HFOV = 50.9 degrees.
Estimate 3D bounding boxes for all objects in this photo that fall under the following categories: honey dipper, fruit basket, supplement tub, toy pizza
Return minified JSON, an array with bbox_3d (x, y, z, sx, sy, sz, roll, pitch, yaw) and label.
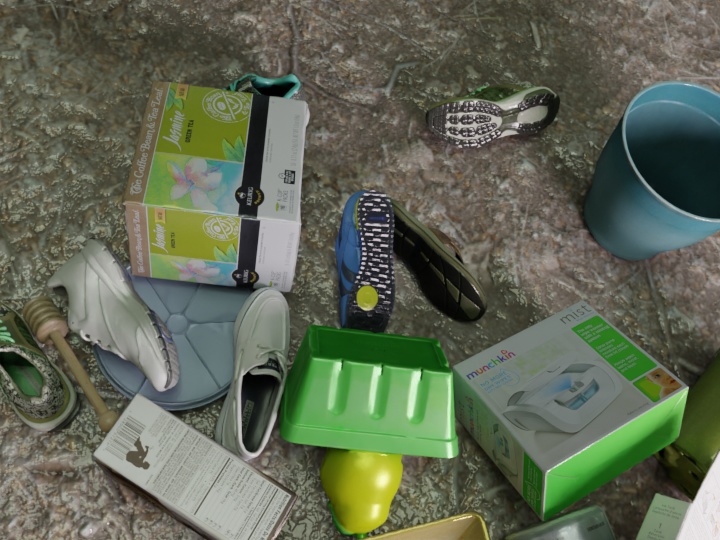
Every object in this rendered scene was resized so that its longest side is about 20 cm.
[{"bbox_3d":[-0.313,0.102,0.830,0.038,0.038,0.200,-34,58,-22],"label":"honey dipper"},{"bbox_3d":[0.006,0.182,0.856,0.212,0.156,0.219,-2,109,-4],"label":"fruit basket"},{"bbox_3d":[0.240,0.367,0.807,0.121,0.123,0.202,-14,70,-16],"label":"supplement tub"},{"bbox_3d":[-0.217,0.069,0.901,0.197,0.032,0.203,5,65,-10],"label":"toy pizza"}]

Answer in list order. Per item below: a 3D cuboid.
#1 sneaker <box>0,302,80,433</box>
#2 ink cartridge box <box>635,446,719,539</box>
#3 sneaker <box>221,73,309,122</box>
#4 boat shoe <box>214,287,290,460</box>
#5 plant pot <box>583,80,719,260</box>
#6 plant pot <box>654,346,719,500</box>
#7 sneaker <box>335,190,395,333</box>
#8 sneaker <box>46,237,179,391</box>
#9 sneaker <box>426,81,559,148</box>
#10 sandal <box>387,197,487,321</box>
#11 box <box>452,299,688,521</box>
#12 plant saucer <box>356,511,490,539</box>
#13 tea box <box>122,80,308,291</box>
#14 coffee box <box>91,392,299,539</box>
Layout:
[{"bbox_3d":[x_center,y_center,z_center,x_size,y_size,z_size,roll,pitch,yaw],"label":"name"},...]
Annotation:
[{"bbox_3d":[-0.389,0.086,0.828,0.199,0.089,0.077,41,66,9],"label":"sneaker"},{"bbox_3d":[0.362,0.305,0.807,0.177,0.044,0.201,-50,123,-28],"label":"ink cartridge box"},{"bbox_3d":[-0.163,-0.226,1.007,0.197,0.091,0.079,-11,68,-15],"label":"sneaker"},{"bbox_3d":[-0.109,0.114,0.856,0.073,0.065,0.203,17,70,-30],"label":"boat shoe"},{"bbox_3d":[0.400,-0.112,1.012,0.197,0.188,0.203,4,66,-8],"label":"plant pot"},{"bbox_3d":[0.461,0.191,0.906,0.189,0.200,0.201,-37,77,-11],"label":"plant pot"},{"bbox_3d":[0.000,0.000,0.964,0.065,0.078,0.204,6,83,-27],"label":"sneaker"},{"bbox_3d":[-0.273,0.060,0.846,0.087,0.075,0.200,-37,70,-12],"label":"sneaker"},{"bbox_3d":[0.182,-0.235,1.096,0.197,0.078,0.089,-9,40,-14],"label":"sneaker"},{"bbox_3d":[0.097,-0.023,0.979,0.057,0.080,0.202,-30,74,-35],"label":"sandal"},{"bbox_3d":[0.235,0.154,0.873,0.198,0.098,0.177,-23,42,-16],"label":"box"},{"bbox_3d":[0.061,0.382,0.807,0.197,0.049,0.203,-9,69,-14],"label":"plant saucer"},{"bbox_3d":[-0.168,-0.101,0.909,0.193,0.134,0.202,5,53,-8],"label":"tea box"},{"bbox_3d":[-0.170,0.225,0.796,0.198,0.113,0.080,31,65,3],"label":"coffee box"}]
